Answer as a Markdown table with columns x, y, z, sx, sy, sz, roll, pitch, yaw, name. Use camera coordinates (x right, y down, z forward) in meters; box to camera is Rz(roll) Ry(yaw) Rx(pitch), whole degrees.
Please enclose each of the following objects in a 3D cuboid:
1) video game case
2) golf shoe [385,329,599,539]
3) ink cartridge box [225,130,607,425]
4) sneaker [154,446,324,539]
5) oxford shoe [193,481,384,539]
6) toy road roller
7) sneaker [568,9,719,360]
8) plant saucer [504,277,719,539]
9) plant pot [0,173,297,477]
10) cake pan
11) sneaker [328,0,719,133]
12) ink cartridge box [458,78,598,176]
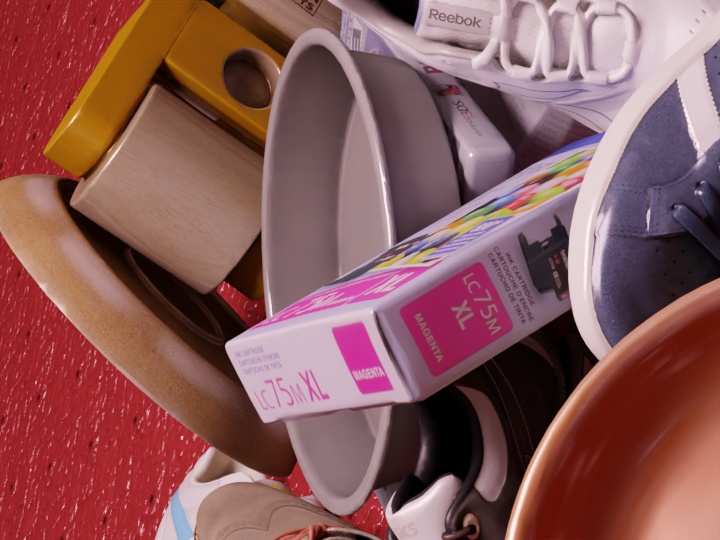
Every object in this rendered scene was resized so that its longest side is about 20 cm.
| x | y | z | sx | sy | sz | roll | pitch | yaw | name |
| --- | --- | --- | --- | --- | --- | --- | --- | --- | --- |
| 0.017 | 0.000 | 1.010 | 0.182 | 0.023 | 0.200 | -121 | 33 | -57 | video game case |
| 0.048 | 0.117 | 0.854 | 0.078 | 0.094 | 0.200 | -31 | 58 | 54 | golf shoe |
| 0.060 | -0.010 | 0.818 | 0.119 | 0.200 | 0.042 | -15 | 101 | 62 | ink cartridge box |
| -0.047 | 0.140 | 1.075 | 0.200 | 0.076 | 0.081 | 26 | 96 | 63 | sneaker |
| -0.011 | 0.124 | 0.960 | 0.200 | 0.070 | 0.075 | 28 | 145 | 48 | oxford shoe |
| -0.078 | -0.073 | 1.155 | 0.146 | 0.123 | 0.200 | -38 | 20 | 54 | toy road roller |
| 0.143 | -0.049 | 0.734 | 0.200 | 0.075 | 0.084 | -56 | 28 | -10 | sneaker |
| 0.138 | 0.093 | 0.644 | 0.200 | 0.037 | 0.200 | -7 | 67 | 18 | plant saucer |
| -0.096 | 0.020 | 1.124 | 0.027 | 0.200 | 0.200 | -45 | 31 | 8 | plant pot |
| 0.000 | 0.000 | 0.962 | 0.200 | 0.037 | 0.200 | 177 | 90 | -74 | cake pan |
| 0.069 | -0.088 | 0.887 | 0.200 | 0.087 | 0.075 | 17 | 104 | 33 | sneaker |
| 0.077 | -0.137 | 1.013 | 0.200 | 0.041 | 0.200 | -58 | 31 | 30 | ink cartridge box |
